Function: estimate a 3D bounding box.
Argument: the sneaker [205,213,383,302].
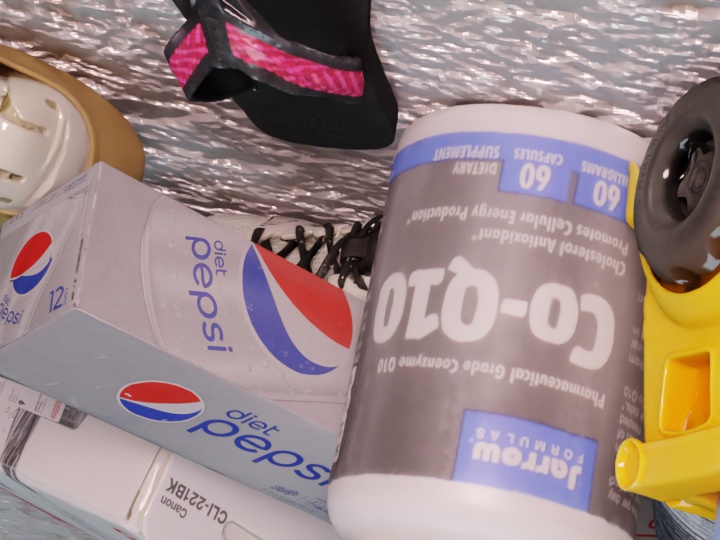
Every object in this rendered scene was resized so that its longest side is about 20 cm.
[{"bbox_3d":[0.000,0.000,0.848,0.198,0.076,0.088,10,147,-1],"label":"sneaker"}]

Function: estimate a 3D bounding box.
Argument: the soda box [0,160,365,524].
[{"bbox_3d":[-0.045,0.036,0.772,0.199,0.064,0.068,28,142,-33],"label":"soda box"}]

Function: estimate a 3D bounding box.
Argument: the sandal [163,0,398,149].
[{"bbox_3d":[-0.028,-0.070,0.657,0.074,0.046,0.200,7,162,16],"label":"sandal"}]

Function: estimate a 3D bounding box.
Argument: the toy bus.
[{"bbox_3d":[0.166,0.034,0.612,0.135,0.194,0.200,20,160,-20],"label":"toy bus"}]

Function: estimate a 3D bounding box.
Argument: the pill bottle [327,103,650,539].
[{"bbox_3d":[0.050,0.052,0.725,0.112,0.202,0.114,10,163,3],"label":"pill bottle"}]

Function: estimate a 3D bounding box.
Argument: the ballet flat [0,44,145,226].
[{"bbox_3d":[-0.157,-0.057,0.729,0.199,0.069,0.063,23,-174,-33],"label":"ballet flat"}]

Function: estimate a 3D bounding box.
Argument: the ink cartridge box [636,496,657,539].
[{"bbox_3d":[0.184,0.194,1.076,0.116,0.201,0.068,-2,133,39],"label":"ink cartridge box"}]

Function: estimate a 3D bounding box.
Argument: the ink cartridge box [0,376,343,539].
[{"bbox_3d":[-0.106,0.081,0.917,0.199,0.084,0.144,17,164,43],"label":"ink cartridge box"}]

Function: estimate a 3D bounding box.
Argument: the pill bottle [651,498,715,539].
[{"bbox_3d":[0.170,0.064,0.823,0.105,0.107,0.201,7,152,14],"label":"pill bottle"}]
